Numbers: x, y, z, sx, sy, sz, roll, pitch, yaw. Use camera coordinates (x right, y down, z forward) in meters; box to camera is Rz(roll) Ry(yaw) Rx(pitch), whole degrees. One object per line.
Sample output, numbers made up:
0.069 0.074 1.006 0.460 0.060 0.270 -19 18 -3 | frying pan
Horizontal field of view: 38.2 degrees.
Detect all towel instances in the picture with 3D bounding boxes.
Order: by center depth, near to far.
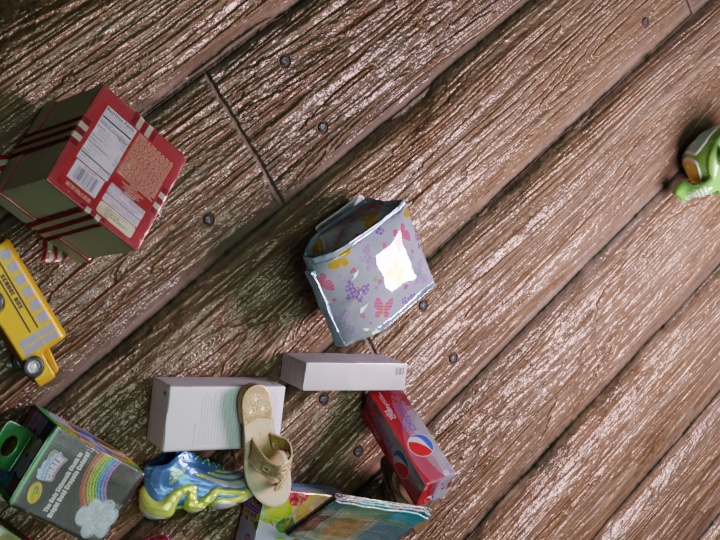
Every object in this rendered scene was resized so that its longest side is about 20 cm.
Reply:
-0.002 0.411 1.688 0.199 0.147 0.022 17 44 -35 | towel

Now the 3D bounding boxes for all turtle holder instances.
0.727 -0.209 2.131 0.140 0.131 0.187 24 85 -34 | turtle holder

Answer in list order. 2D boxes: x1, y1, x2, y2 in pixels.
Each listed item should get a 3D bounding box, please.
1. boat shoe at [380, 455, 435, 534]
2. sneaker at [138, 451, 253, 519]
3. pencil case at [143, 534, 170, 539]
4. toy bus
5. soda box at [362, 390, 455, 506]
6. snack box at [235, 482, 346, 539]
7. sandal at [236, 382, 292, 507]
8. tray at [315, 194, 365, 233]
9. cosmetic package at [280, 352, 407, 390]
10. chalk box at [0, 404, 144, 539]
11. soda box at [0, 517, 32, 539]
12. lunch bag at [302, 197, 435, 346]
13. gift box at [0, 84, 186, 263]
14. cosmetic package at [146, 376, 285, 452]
0.078 0.393 1.843 0.072 0.072 0.201 -49 141 -22 | boat shoe
-0.248 0.317 1.617 0.198 0.076 0.106 -9 102 -30 | sneaker
-0.307 0.509 1.604 0.088 0.088 0.202 -22 109 -28 | pencil case
-0.475 0.058 1.440 0.078 0.065 0.201 -36 114 -25 | toy bus
0.078 0.290 1.749 0.063 0.201 0.070 -13 140 -28 | soda box
-0.123 0.456 1.723 0.167 0.067 0.202 12 92 -34 | snack box
-0.139 0.280 1.600 0.077 0.069 0.214 -20 108 -29 | sandal
0.000 -0.018 1.758 0.107 0.022 0.201 -37 115 -22 | tray
-0.027 0.169 1.734 0.198 0.082 0.051 4 97 -32 | cosmetic package
-0.432 0.279 1.466 0.200 0.124 0.125 38 78 -30 | chalk box
-0.470 0.433 1.496 0.064 0.068 0.200 -51 119 -16 | soda box
0.000 0.000 1.676 0.200 0.126 0.171 -40 119 -32 | lunch bag
-0.382 -0.119 1.397 0.185 0.186 0.201 47 57 -30 | gift box
-0.223 0.221 1.620 0.198 0.071 0.103 5 95 -34 | cosmetic package
